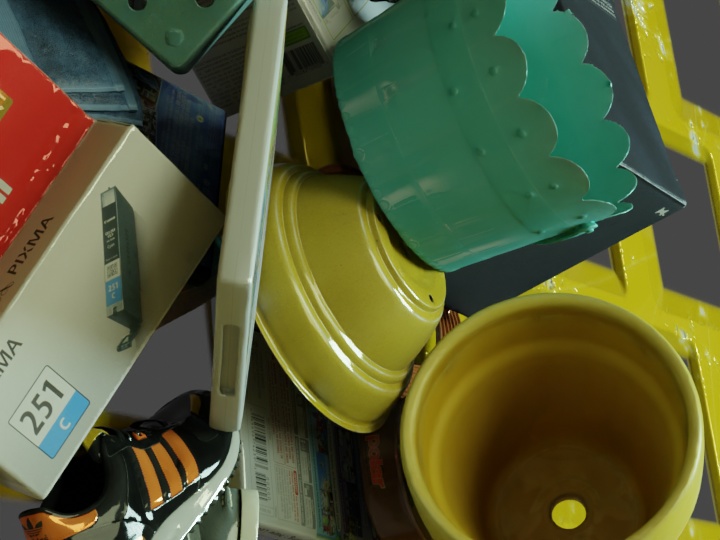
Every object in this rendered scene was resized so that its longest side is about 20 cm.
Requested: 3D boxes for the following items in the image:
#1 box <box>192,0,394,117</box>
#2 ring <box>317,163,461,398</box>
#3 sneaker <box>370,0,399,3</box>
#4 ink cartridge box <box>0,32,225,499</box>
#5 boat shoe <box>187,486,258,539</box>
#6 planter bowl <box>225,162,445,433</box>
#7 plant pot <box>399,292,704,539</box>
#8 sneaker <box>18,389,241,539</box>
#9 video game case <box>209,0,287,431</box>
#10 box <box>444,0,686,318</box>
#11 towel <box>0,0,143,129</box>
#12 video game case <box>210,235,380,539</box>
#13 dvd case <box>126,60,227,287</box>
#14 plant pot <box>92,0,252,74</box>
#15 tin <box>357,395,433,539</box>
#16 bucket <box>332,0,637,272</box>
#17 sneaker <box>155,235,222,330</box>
[{"bbox_3d":[-0.044,-0.209,1.664,0.102,0.112,0.200,61,34,-18],"label":"box"},{"bbox_3d":[0.024,0.009,1.715,0.200,0.019,0.201,44,30,-33],"label":"ring"},{"bbox_3d":[0.031,-0.211,1.617,0.200,0.078,0.083,30,54,-36],"label":"sneaker"},{"bbox_3d":[-0.189,-0.003,1.293,0.176,0.045,0.201,44,70,-36],"label":"ink cartridge box"},{"bbox_3d":[-0.103,0.225,1.410,0.061,0.073,0.201,11,64,-7],"label":"boat shoe"},{"bbox_3d":[0.000,0.000,1.549,0.200,0.083,0.201,47,27,-33],"label":"planter bowl"},{"bbox_3d":[0.137,0.142,1.599,0.189,0.199,0.202,71,15,-64],"label":"plant pot"},{"bbox_3d":[-0.137,0.116,1.383,0.090,0.070,0.200,61,34,-23],"label":"sneaker"},{"bbox_3d":[-0.068,-0.033,1.385,0.182,0.023,0.201,99,-3,-59],"label":"video game case"},{"bbox_3d":[0.107,-0.103,1.729,0.123,0.199,0.199,22,45,-54],"label":"box"},{"bbox_3d":[-0.223,-0.125,1.340,0.199,0.049,0.112,-3,60,-44],"label":"towel"},{"bbox_3d":[-0.038,0.093,1.601,0.182,0.022,0.201,24,54,-51],"label":"video game case"},{"bbox_3d":[-0.172,-0.084,1.406,0.199,0.018,0.143,26,44,-25],"label":"dvd case"},{"bbox_3d":[-0.115,-0.208,1.429,0.141,0.141,0.200,41,15,-15],"label":"plant pot"},{"bbox_3d":[0.051,0.158,1.661,0.200,0.042,0.113,36,40,-61],"label":"tin"},{"bbox_3d":[0.082,-0.105,1.552,0.207,0.134,0.208,51,25,-35],"label":"bucket"},{"bbox_3d":[-0.147,-0.002,1.430,0.200,0.071,0.080,-33,107,-57],"label":"sneaker"}]
